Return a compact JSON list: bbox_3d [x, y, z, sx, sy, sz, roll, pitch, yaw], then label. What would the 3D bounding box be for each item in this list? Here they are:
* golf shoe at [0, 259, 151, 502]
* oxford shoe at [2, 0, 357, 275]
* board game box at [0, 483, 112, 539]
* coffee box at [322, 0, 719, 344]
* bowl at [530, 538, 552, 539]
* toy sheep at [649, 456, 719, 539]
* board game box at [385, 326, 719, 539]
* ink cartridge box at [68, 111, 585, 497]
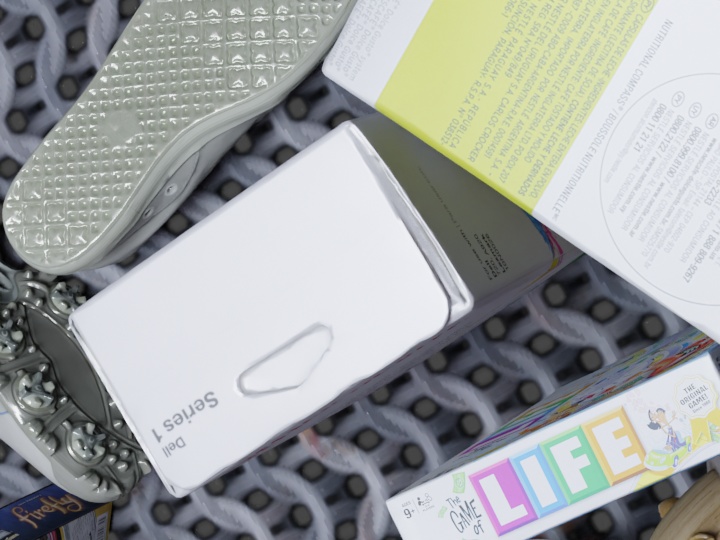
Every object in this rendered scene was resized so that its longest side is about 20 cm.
[{"bbox_3d":[-0.173,0.037,1.178,0.200,0.078,0.097,50,130,14],"label":"golf shoe"},{"bbox_3d":[-0.073,-0.076,1.117,0.200,0.058,0.075,-46,74,8],"label":"oxford shoe"},{"bbox_3d":[-0.166,0.208,1.159,0.035,0.135,0.200,12,103,20],"label":"board game box"},{"bbox_3d":[0.143,-0.109,0.939,0.198,0.200,0.200,35,110,13],"label":"coffee box"},{"bbox_3d":[0.079,0.171,1.055,0.201,0.201,0.094,21,63,18],"label":"bowl"},{"bbox_3d":[0.203,0.101,0.994,0.200,0.138,0.138,-13,95,-4],"label":"toy sheep"},{"bbox_3d":[0.107,0.053,0.983,0.134,0.200,0.034,-27,88,24],"label":"board game box"},{"bbox_3d":[0.000,0.000,1.018,0.145,0.200,0.084,-34,86,23],"label":"ink cartridge box"}]
